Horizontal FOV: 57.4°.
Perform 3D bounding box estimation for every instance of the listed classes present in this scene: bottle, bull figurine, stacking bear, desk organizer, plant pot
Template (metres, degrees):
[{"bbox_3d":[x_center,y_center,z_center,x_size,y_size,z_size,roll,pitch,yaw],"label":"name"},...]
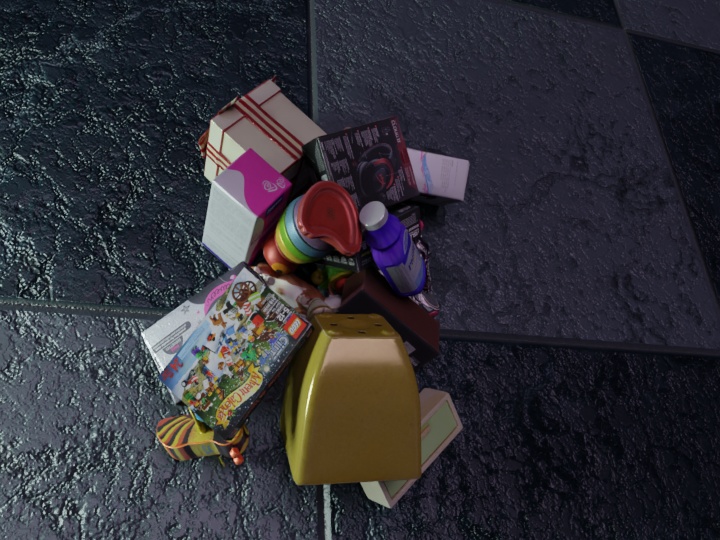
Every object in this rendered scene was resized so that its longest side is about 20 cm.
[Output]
[{"bbox_3d":[0.055,-0.037,1.114,0.063,0.201,0.086,-7,54,22],"label":"bottle"},{"bbox_3d":[-0.116,0.045,1.174,0.195,0.121,0.067,23,100,3],"label":"bull figurine"},{"bbox_3d":[-0.098,-0.057,1.110,0.119,0.198,0.117,23,58,-29],"label":"stacking bear"},{"bbox_3d":[0.056,0.084,1.193,0.199,0.071,0.078,40,34,-21],"label":"desk organizer"},{"bbox_3d":[-0.014,0.177,0.995,0.187,0.195,0.207,1,103,-15],"label":"plant pot"}]

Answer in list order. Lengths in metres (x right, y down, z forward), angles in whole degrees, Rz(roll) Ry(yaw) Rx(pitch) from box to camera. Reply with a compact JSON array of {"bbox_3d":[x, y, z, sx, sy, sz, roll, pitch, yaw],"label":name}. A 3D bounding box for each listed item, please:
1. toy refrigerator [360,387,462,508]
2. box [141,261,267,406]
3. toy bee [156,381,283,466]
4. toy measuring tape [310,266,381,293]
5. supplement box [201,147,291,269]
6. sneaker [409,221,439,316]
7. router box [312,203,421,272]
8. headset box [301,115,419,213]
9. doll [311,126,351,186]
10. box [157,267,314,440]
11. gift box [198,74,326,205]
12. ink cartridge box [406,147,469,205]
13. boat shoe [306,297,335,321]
[{"bbox_3d":[0.083,0.293,1.104,0.198,0.069,0.078,-37,111,-31],"label":"toy refrigerator"},{"bbox_3d":[-0.222,0.104,1.043,0.197,0.115,0.134,-34,74,-2],"label":"box"},{"bbox_3d":[-0.215,0.244,0.991,0.131,0.198,0.110,45,16,-37],"label":"toy bee"},{"bbox_3d":[0.000,0.000,1.252,0.194,0.074,0.076,-6,64,-22],"label":"toy measuring tape"},{"bbox_3d":[-0.203,-0.098,1.155,0.103,0.201,0.102,38,57,6],"label":"supplement box"},{"bbox_3d":[0.109,-0.007,1.274,0.080,0.074,0.205,12,53,-53],"label":"sneaker"},{"bbox_3d":[0.000,-0.069,1.221,0.147,0.064,0.198,11,29,39],"label":"router box"},{"bbox_3d":[0.010,-0.181,1.183,0.196,0.074,0.153,-22,97,-29],"label":"headset box"},{"bbox_3d":[-0.055,-0.211,1.317,0.048,0.135,0.202,42,32,-17],"label":"doll"},{"bbox_3d":[-0.178,0.119,0.952,0.135,0.038,0.202,36,81,12],"label":"box"},{"bbox_3d":[-0.183,-0.241,1.248,0.186,0.202,0.185,40,52,8],"label":"gift box"},{"bbox_3d":[0.103,-0.193,1.340,0.193,0.147,0.089,10,89,-14],"label":"ink cartridge box"},{"bbox_3d":[-0.071,0.152,1.106,0.071,0.063,0.208,-4,105,-14],"label":"boat shoe"}]
